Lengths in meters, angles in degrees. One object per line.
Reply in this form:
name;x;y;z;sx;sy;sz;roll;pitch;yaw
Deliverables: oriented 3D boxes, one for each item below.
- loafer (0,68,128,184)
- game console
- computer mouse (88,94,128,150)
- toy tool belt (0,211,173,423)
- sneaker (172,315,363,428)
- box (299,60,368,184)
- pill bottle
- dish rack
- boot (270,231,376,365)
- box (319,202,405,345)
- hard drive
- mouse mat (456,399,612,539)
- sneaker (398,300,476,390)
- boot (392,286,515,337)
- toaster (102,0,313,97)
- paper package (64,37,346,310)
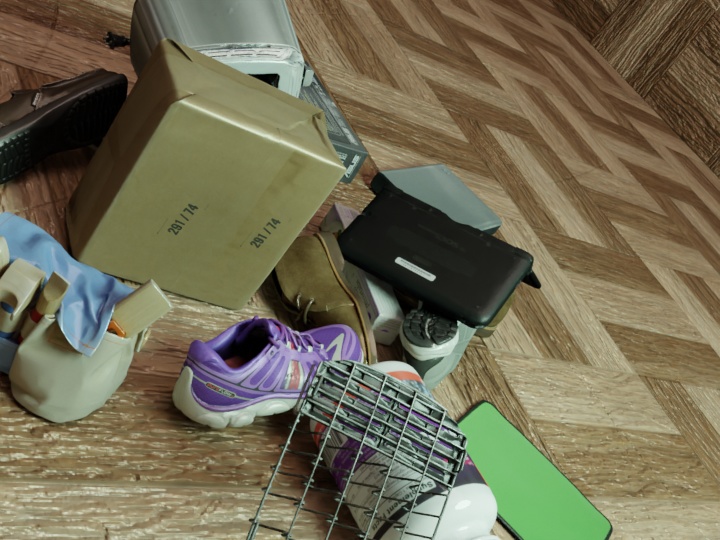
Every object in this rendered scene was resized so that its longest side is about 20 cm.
loafer;-0.304;-0.154;0.926;0.071;0.073;0.200;36;41;13
game console;0.094;-0.004;1.122;0.199;0.117;0.176;27;54;21
computer mouse;-0.226;-0.137;1.029;0.199;0.044;0.110;30;57;-7
toy tool belt;-0.247;0.010;0.720;0.199;0.123;0.125;32;27;-9
sneaker;-0.068;0.076;0.838;0.080;0.084;0.199;33;29;33
box;-0.098;-0.193;1.132;0.157;0.049;0.201;9;37;-40
pill bottle;0.045;0.185;0.811;0.111;0.112;0.201;8;40;-44
dish rack;-0.011;0.173;0.701;0.152;0.054;0.202;29;69;-17
boot;-0.039;0.044;0.985;0.075;0.074;0.201;-8;46;-22
box;0.000;0.000;1.123;0.041;0.039;0.201;16;34;-33
hard drive;0.113;-0.096;1.414;0.140;0.033;0.199;46;29;16
mouse mat;0.173;0.228;1.013;0.200;0.008;0.161;44;27;14
sneaker;0.089;0.070;1.083;0.073;0.080;0.200;16;24;19
boot;0.103;0.012;1.189;0.199;0.076;0.074;22;32;-26
toaster;-0.149;-0.212;0.978;0.198;0.114;0.130;-6;47;-24
paper package;-0.144;-0.080;0.900;0.189;0.200;0.104;19;32;-33
